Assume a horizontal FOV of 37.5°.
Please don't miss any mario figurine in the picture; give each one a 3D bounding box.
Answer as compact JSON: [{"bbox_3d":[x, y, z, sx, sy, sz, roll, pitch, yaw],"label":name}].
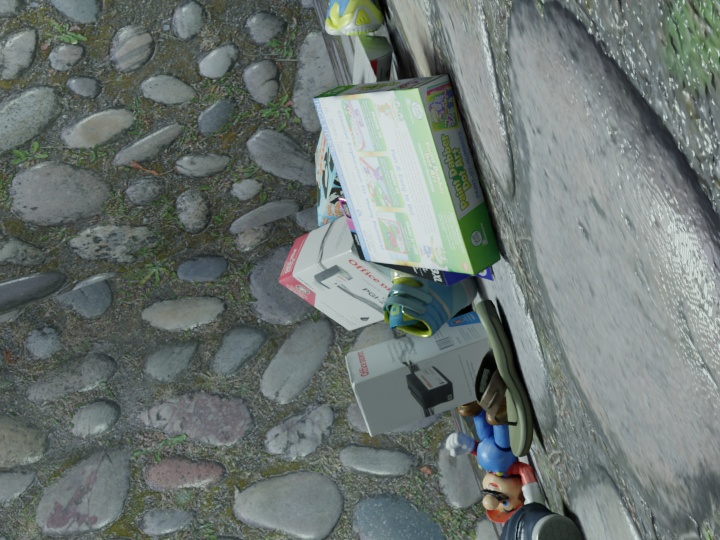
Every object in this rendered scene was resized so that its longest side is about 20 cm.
[{"bbox_3d":[0.187,0.276,1.475,0.124,0.105,0.201,-115,7,-69],"label":"mario figurine"}]

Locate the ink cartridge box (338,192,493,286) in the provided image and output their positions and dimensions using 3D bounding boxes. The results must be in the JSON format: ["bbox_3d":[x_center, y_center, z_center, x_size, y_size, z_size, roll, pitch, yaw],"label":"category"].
[{"bbox_3d":[0.062,-0.039,1.238,0.199,0.037,0.095,15,134,44],"label":"ink cartridge box"}]

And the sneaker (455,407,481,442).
[{"bbox_3d":[0.176,0.180,1.620,0.106,0.074,0.200,80,164,-57],"label":"sneaker"}]

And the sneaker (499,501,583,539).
[{"bbox_3d":[0.226,0.374,1.252,0.146,0.076,0.204,174,86,-78],"label":"sneaker"}]

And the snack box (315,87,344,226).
[{"bbox_3d":[-0.032,-0.151,1.453,0.200,0.037,0.117,114,154,-68],"label":"snack box"}]

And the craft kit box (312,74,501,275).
[{"bbox_3d":[0.045,-0.100,1.119,0.197,0.048,0.201,12,125,58],"label":"craft kit box"}]

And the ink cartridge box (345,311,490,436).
[{"bbox_3d":[0.089,0.140,1.469,0.145,0.199,0.084,-110,1,-77],"label":"ink cartridge box"}]

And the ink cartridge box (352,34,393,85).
[{"bbox_3d":[0.020,-0.207,1.399,0.200,0.050,0.162,-108,21,-62],"label":"ink cartridge box"}]

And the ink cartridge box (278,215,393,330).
[{"bbox_3d":[0.000,0.000,1.495,0.145,0.200,0.085,35,-122,-22],"label":"ink cartridge box"}]

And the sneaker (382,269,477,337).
[{"bbox_3d":[0.057,-0.001,1.365,0.200,0.131,0.079,51,149,-11],"label":"sneaker"}]

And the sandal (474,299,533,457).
[{"bbox_3d":[0.161,0.131,1.273,0.080,0.057,0.202,-109,0,-74],"label":"sandal"}]

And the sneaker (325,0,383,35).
[{"bbox_3d":[-0.009,-0.374,1.436,0.200,0.075,0.106,-133,35,-73],"label":"sneaker"}]

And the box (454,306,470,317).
[{"bbox_3d":[0.064,0.013,1.637,0.200,0.079,0.142,25,147,42],"label":"box"}]
